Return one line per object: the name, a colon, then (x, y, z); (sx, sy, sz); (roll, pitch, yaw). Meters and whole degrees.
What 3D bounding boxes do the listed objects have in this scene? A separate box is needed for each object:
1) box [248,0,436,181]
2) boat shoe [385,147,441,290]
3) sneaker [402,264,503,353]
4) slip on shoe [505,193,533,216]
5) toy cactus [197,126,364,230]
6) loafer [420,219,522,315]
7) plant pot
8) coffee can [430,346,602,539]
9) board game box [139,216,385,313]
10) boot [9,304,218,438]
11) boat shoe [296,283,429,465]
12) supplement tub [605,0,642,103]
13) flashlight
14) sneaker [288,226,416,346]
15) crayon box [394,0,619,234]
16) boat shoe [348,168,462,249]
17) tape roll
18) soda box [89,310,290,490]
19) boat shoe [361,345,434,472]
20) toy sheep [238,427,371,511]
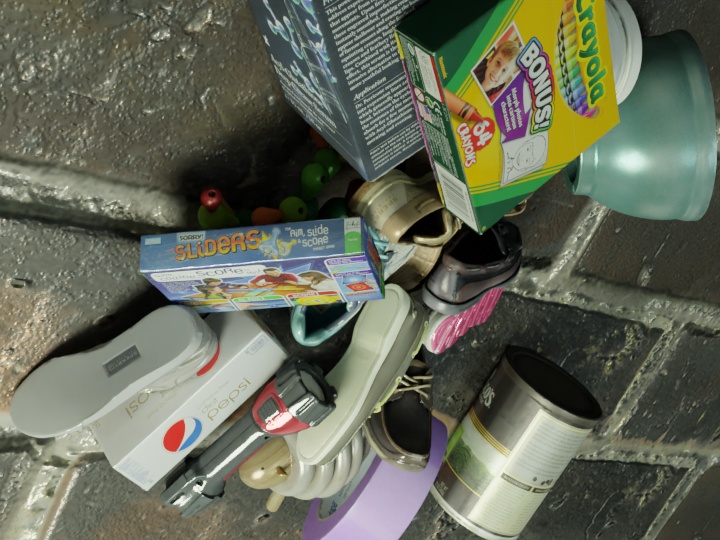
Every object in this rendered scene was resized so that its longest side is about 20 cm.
box: (-0.012, -0.204, 1.001); (0.106, 0.149, 0.201); (-33, 139, -12)
boat shoe: (0.067, -0.069, 1.246); (0.065, 0.071, 0.202); (-50, 160, -51)
sneaker: (0.101, 0.021, 1.350); (0.199, 0.087, 0.074); (-32, 149, -51)
slip on shoe: (0.144, -0.084, 1.231); (0.075, 0.062, 0.200); (-14, 175, -3)
toy cactus: (-0.070, -0.052, 1.146); (0.198, 0.103, 0.166); (-20, 153, -30)
loafer: (0.132, -0.018, 1.297); (0.200, 0.071, 0.064); (-38, 151, -52)
plant pot: (0.284, -0.148, 1.287); (0.132, 0.202, 0.202); (-6, 133, -2)
coffee can: (0.194, 0.222, 1.538); (0.145, 0.146, 0.202); (13, 115, -45)
board game box: (-0.083, -0.002, 1.084); (0.196, 0.035, 0.136); (-4, 161, 7)
boot: (-0.226, 0.104, 1.145); (0.198, 0.074, 0.096); (-26, 161, 3)
boat shoe: (0.005, 0.115, 1.237); (0.060, 0.072, 0.204); (33, 85, -40)
supplement tub: (0.155, -0.202, 1.147); (0.198, 0.144, 0.146); (-13, 132, -32)
flashlight: (-0.112, 0.172, 1.219); (0.068, 0.068, 0.200); (41, 110, -18)
sneaker: (0.000, 0.000, 1.201); (0.077, 0.087, 0.201); (34, 108, -8)
crayon box: (0.128, -0.159, 0.999); (0.172, 0.058, 0.201); (-37, 138, -15)
boat shoe: (0.058, -0.047, 1.108); (0.072, 0.065, 0.199); (-50, 160, 21)
tape roll: (0.016, 0.240, 1.368); (0.065, 0.200, 0.201); (35, 101, -8)
soda box: (-0.170, 0.120, 1.206); (0.200, 0.068, 0.064); (-42, 140, -2)
boat shoe: (0.040, 0.124, 1.285); (0.073, 0.201, 0.074); (10, 126, -18)
toy sheep: (-0.053, 0.186, 1.320); (0.199, 0.137, 0.140); (-23, 138, -44)
